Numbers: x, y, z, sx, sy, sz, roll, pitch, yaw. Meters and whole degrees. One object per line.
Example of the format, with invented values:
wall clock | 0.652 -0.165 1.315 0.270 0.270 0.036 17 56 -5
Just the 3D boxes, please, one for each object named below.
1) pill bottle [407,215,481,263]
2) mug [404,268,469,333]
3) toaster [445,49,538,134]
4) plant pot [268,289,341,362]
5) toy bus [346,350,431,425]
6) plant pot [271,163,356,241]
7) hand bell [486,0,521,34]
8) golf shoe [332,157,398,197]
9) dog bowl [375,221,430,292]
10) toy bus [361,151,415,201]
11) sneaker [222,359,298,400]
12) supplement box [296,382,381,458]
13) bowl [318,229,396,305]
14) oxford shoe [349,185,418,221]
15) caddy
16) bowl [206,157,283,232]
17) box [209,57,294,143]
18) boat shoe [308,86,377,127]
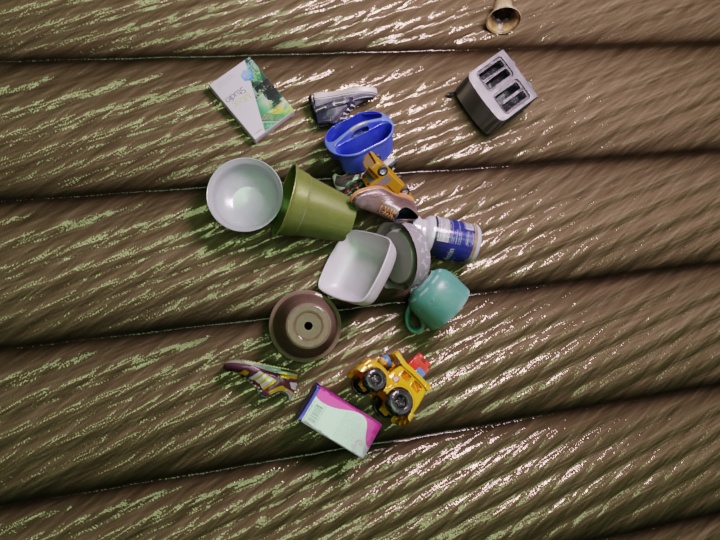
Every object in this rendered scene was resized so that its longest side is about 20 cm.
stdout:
pill bottle | 0.230 -0.091 1.422 0.199 0.116 0.116 11 82 -8
mug | 0.195 0.081 1.376 0.114 0.152 0.185 44 75 -5
toaster | 0.397 -0.526 1.496 0.200 0.119 0.181 -37 90 -11
plant pot | -0.140 0.146 1.304 0.200 0.175 0.201 1 85 -10
toy bus | 0.092 0.287 1.358 0.200 0.136 0.192 44 66 0
plant pot | -0.117 -0.160 1.347 0.190 0.200 0.201 16 81 -19
hand bell | 0.442 -0.857 1.568 0.104 0.104 0.201 6 71 -9
golf shoe | 0.016 -0.280 1.428 0.200 0.077 0.088 -32 81 -13
dog bowl | 0.112 -0.039 1.362 0.059 0.200 0.201 -7 85 -33
toy bus | 0.072 -0.237 1.373 0.078 0.065 0.200 -39 136 17
sneaker | -0.266 0.288 1.317 0.199 0.075 0.090 12 77 -7
supplement box | -0.059 0.394 1.327 0.200 0.103 0.101 33 79 -4
bowl | 0.000 0.000 1.354 0.075 0.199 0.200 38 74 -44
oxford shoe | 0.069 -0.173 1.333 0.200 0.071 0.073 3 43 -26
caddy | -0.002 -0.364 1.390 0.200 0.105 0.141 -30 59 -12
bowl | -0.304 -0.192 1.350 0.200 0.090 0.202 1 81 -4
box | -0.304 -0.480 1.413 0.144 0.036 0.200 -41 93 -11
boat shoe | -0.045 -0.467 1.444 0.199 0.075 0.093 -9 92 -3
